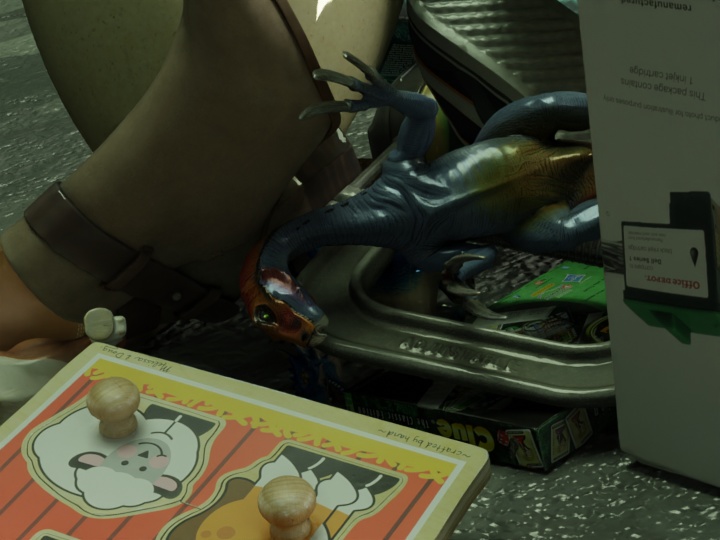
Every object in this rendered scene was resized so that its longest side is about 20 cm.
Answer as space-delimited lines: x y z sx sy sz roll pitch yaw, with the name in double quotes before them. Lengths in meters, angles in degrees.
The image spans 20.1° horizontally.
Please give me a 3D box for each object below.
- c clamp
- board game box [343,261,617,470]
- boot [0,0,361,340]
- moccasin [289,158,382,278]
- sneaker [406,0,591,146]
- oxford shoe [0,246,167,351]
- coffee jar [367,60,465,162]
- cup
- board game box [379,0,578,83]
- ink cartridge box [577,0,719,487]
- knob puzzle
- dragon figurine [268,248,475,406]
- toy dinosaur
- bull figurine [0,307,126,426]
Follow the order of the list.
"c clamp" 0.059 -0.005 0.866 0.199 0.027 0.171 16 37 27
"board game box" 0.096 0.029 0.880 0.104 0.024 0.200 5 24 43
"boot" -0.081 -0.044 0.827 0.146 0.200 0.070 -32 54 -4
"moccasin" -0.053 -0.033 1.034 0.200 0.074 0.078 -12 54 -24
"sneaker" 0.102 -0.075 0.989 0.078 0.080 0.200 -36 64 -14
"oxford shoe" -0.159 0.014 1.001 0.199 0.072 0.071 -24 20 -40
"coffee jar" 0.108 -0.077 1.094 0.199 0.086 0.104 0 26 28
"cup" -0.069 -0.114 0.946 0.199 0.144 0.201 -1 -25 -1
"board game box" 0.104 -0.130 1.179 0.199 0.028 0.135 2 -14 -8
"ink cartridge box" 0.163 -0.035 0.753 0.146 0.201 0.084 -24 25 -34
"knob puzzle" -0.077 0.095 0.688 0.218 0.031 0.220 -4 35 2
"dragon figurine" 0.000 0.000 0.950 0.099 0.059 0.200 -3 25 -3
"toy dinosaur" 0.046 -0.016 0.834 0.181 0.106 0.200 -19 -19 20
"bull figurine" -0.185 0.063 0.832 0.199 0.065 0.121 -13 -9 -22
